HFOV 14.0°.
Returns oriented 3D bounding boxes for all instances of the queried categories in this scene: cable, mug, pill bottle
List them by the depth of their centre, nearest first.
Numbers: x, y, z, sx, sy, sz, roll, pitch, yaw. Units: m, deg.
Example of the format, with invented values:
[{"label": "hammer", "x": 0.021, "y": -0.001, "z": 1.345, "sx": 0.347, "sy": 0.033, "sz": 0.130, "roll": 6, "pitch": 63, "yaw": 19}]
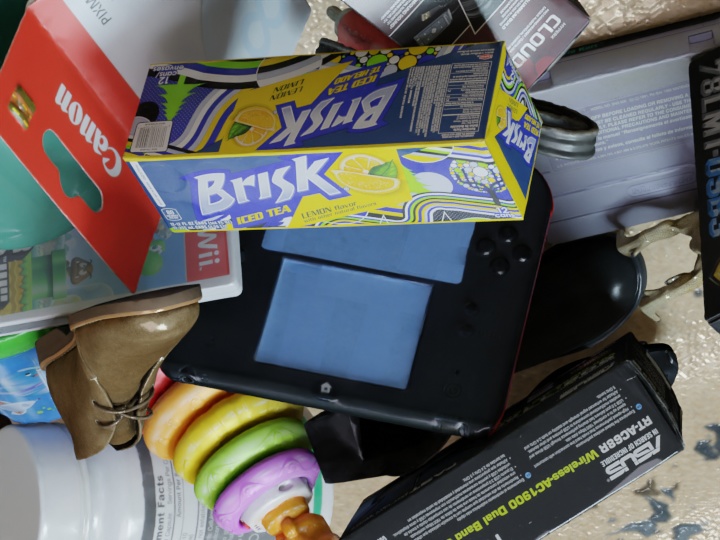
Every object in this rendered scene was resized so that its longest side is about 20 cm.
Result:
[{"label": "cable", "x": 0.046, "y": -0.107, "z": 1.564, "sx": 0.097, "sy": 0.200, "sz": 0.051, "roll": 6, "pitch": 102, "yaw": -33}, {"label": "mug", "x": -0.175, "y": -0.094, "z": 1.599, "sx": 0.184, "sy": 0.152, "sz": 0.114, "roll": -24, "pitch": 134, "yaw": 22}, {"label": "pill bottle", "x": -0.127, "y": 0.138, "z": 1.826, "sx": 0.199, "sy": 0.113, "sz": 0.113, "roll": -1, "pitch": 140, "yaw": -30}]

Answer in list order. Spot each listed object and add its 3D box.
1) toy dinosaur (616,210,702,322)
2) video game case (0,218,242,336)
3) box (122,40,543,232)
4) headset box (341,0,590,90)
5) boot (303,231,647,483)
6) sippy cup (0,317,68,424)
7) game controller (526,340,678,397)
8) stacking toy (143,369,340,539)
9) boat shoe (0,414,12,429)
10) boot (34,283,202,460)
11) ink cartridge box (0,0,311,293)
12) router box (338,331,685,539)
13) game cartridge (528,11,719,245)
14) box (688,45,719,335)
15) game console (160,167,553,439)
[{"label": "toy dinosaur", "x": 0.202, "y": -0.019, "z": 1.699, "sx": 0.101, "sy": 0.200, "sz": 0.058, "roll": -30, "pitch": 87, "yaw": 23}, {"label": "video game case", "x": -0.169, "y": -0.036, "z": 1.667, "sx": 0.199, "sy": 0.144, "sz": 0.017, "roll": -10, "pitch": 154, "yaw": 9}, {"label": "box", "x": -0.014, "y": -0.066, "z": 1.483, "sx": 0.199, "sy": 0.065, "sz": 0.070, "roll": -1, "pitch": 145, "yaw": 23}, {"label": "headset box", "x": 0.021, "y": -0.177, "z": 1.508, "sx": 0.200, "sy": 0.149, "sz": 0.077, "roll": 36, "pitch": 106, "yaw": -32}, {"label": "boot", "x": 0.071, "y": 0.051, "z": 1.719, "sx": 0.165, "sy": 0.200, "sz": 0.066, "roll": -31, "pitch": 90, "yaw": 27}, {"label": "sippy cup", "x": -0.203, "y": 0.021, "z": 1.743, "sx": 0.177, "sy": 0.140, "sz": 0.131, "roll": 18, "pitch": 153, "yaw": 23}, {"label": "game controller", "x": 0.123, "y": 0.108, "z": 1.863, "sx": 0.104, "sy": 0.042, "sz": 0.200, "roll": -1, "pitch": 147, "yaw": -29}, {"label": "stacking toy", "x": -0.063, "y": 0.110, "z": 1.701, "sx": 0.110, "sy": 0.200, "sz": 0.116, "roll": -32, "pitch": 157, "yaw": -3}, {"label": "boat shoe", "x": -0.276, "y": 0.109, "z": 1.812, "sx": 0.070, "sy": 0.070, "sz": 0.200, "roll": -38, "pitch": 156, "yaw": 18}, {"label": "boot", "x": -0.124, "y": 0.054, "z": 1.580, "sx": 0.073, "sy": 0.076, "sz": 0.200, "roll": -8, "pitch": 169, "yaw": -20}, {"label": "ink cartridge box", "x": -0.109, "y": -0.114, "z": 1.542, "sx": 0.047, "sy": 0.201, "sz": 0.160, "roll": -1, "pitch": 144, "yaw": 32}, {"label": "router box", "x": 0.087, "y": 0.117, "z": 1.665, "sx": 0.200, "sy": 0.150, "sz": 0.062, "roll": -33, "pitch": 91, "yaw": 7}, {"label": "game cartridge", "x": 0.166, "y": -0.083, "z": 1.700, "sx": 0.199, "sy": 0.038, "sz": 0.130, "roll": -13, "pitch": 131, "yaw": 13}, {"label": "box", "x": 0.258, "y": -0.001, "z": 1.620, "sx": 0.050, "sy": 0.201, "sz": 0.198, "roll": -29, "pitch": 129, "yaw": 29}, {"label": "game console", "x": 0.000, "y": 0.000, "z": 1.660, "sx": 0.199, "sy": 0.177, "sz": 0.031, "roll": 10, "pitch": 148, "yaw": 10}]
